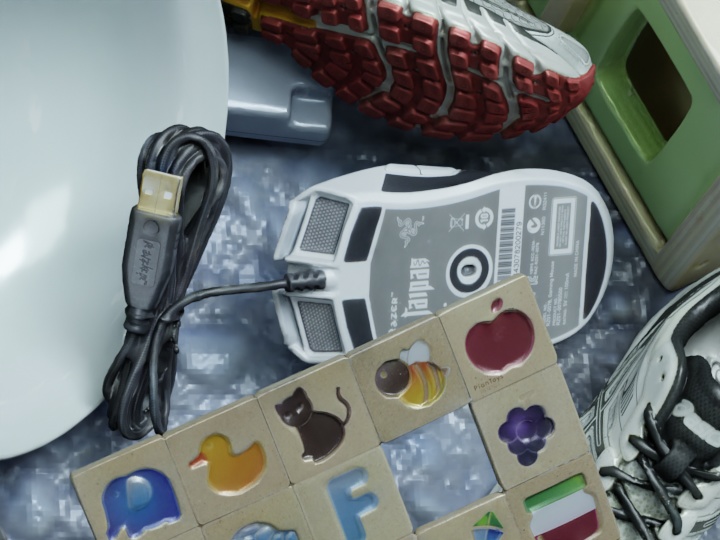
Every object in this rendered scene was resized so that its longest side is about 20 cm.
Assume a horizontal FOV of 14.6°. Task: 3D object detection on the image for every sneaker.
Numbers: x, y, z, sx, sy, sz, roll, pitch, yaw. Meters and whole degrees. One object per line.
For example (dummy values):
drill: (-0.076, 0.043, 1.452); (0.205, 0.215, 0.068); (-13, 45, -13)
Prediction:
sneaker: (-0.001, -0.117, 1.019); (0.199, 0.078, 0.082); (29, 64, 0)
sneaker: (0.101, 0.068, 0.999); (0.075, 0.088, 0.200); (34, 67, 1)

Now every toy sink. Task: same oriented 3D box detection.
toy sink: (0.124, -0.116, 1.055); (0.111, 0.130, 0.201); (-23, 76, -20)

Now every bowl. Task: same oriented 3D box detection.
bowl: (-0.137, -0.044, 0.948); (0.090, 0.202, 0.202); (17, 61, 28)

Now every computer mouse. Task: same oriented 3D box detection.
computer mouse: (0.000, 0.000, 1.013); (0.199, 0.044, 0.111); (-3, 104, -28)

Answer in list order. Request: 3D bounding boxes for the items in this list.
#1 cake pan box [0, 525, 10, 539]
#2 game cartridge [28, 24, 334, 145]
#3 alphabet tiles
cake pan box: (-0.184, 0.144, 0.873); (0.184, 0.052, 0.201); (44, 57, -36)
game cartridge: (-0.073, -0.147, 1.076); (0.132, 0.040, 0.201); (8, 67, -13)
alphabet tiles: (-0.007, 0.115, 0.940); (0.199, 0.008, 0.168); (-23, 106, -8)
